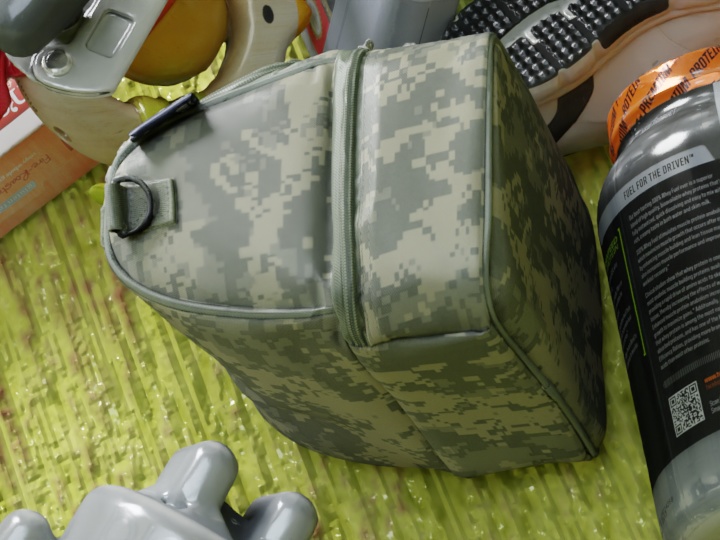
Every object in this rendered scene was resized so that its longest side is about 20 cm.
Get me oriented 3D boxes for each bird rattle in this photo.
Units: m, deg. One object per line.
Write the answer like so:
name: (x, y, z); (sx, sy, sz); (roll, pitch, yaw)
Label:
bird rattle: (-0.112, -0.098, 1.329); (0.199, 0.113, 0.163); (35, 69, 2)

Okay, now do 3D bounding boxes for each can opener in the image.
can opener: (-0.090, -0.157, 1.272); (0.052, 0.067, 0.201); (22, 60, 11)

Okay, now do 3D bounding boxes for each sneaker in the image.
sneaker: (0.123, -0.108, 1.303); (0.199, 0.080, 0.074); (-26, 52, -12)

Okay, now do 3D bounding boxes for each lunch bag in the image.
lunch bag: (0.000, 0.000, 1.217); (0.167, 0.200, 0.140); (-9, 65, 15)

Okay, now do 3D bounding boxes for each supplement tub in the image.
supplement tub: (0.164, 0.017, 1.192); (0.122, 0.123, 0.201); (-16, 62, 13)

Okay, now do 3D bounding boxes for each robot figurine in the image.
robot figurine: (-0.095, 0.169, 1.222); (0.169, 0.113, 0.201); (31, 78, -5)

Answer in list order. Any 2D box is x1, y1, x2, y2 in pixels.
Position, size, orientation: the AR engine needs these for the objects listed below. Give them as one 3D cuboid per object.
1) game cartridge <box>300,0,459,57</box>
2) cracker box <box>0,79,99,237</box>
game cartridge: (-0.010, -0.168, 1.341); (0.041, 0.133, 0.201); (-9, 57, -22)
cracker box: (-0.215, -0.104, 1.428); (0.134, 0.058, 0.200); (-37, 60, 0)
